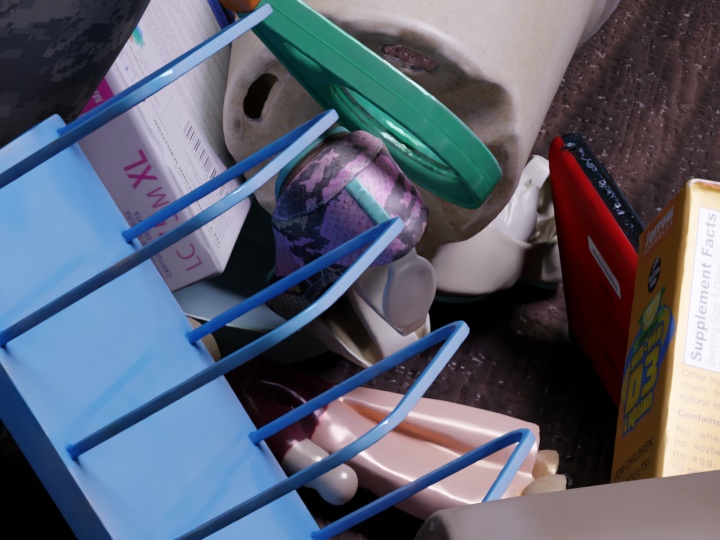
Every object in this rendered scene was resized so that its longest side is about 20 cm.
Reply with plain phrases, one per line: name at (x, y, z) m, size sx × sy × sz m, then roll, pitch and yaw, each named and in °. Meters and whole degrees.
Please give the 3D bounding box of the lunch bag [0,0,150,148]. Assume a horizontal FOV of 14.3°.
lunch bag at (-0.196, -0.130, 1.086) m, size 0.168 × 0.140 × 0.200 m, roll 49°, pitch 29°, yaw 23°

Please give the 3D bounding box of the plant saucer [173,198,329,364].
plant saucer at (-0.080, -0.008, 1.301) m, size 0.199 × 0.036 × 0.200 m, roll 17°, pitch 22°, yaw -7°

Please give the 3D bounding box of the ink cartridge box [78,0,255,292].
ink cartridge box at (-0.086, -0.079, 1.272) m, size 0.042 × 0.120 × 0.200 m, roll -21°, pitch 17°, yaw 17°

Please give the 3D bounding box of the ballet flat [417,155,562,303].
ballet flat at (0.065, -0.027, 1.380) m, size 0.069 × 0.070 × 0.200 m, roll 28°, pitch 12°, yaw 17°

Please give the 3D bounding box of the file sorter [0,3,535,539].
file sorter at (-0.045, 0.023, 1.026) m, size 0.200 × 0.122 × 0.139 m, roll 58°, pitch 23°, yaw -6°

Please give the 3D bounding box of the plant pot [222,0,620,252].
plant pot at (0.020, -0.113, 1.297) m, size 0.200 × 0.201 × 0.184 m, roll 19°, pitch 41°, yaw -4°

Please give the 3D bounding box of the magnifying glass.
magnifying glass at (-0.024, -0.091, 1.084) m, size 0.200 × 0.022 × 0.080 m, roll 39°, pitch -9°, yaw -20°

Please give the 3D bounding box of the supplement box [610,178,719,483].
supplement box at (0.137, 0.068, 1.132) m, size 0.069 × 0.067 × 0.201 m, roll 16°, pitch 62°, yaw -10°

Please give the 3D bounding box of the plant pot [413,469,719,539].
plant pot at (0.100, 0.146, 0.920) m, size 0.173 × 0.201 × 0.200 m, roll 7°, pitch 25°, yaw -10°

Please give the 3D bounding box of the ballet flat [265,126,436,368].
ballet flat at (0.000, 0.000, 1.164) m, size 0.071 × 0.069 × 0.200 m, roll 51°, pitch -9°, yaw 10°

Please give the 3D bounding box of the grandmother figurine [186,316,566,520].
grandmother figurine at (-0.018, 0.061, 1.169) m, size 0.199 × 0.061 × 0.121 m, roll 21°, pitch 1°, yaw -5°

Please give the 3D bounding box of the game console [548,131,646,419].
game console at (0.173, 0.038, 1.316) m, size 0.118 × 0.173 × 0.200 m, roll -13°, pitch 30°, yaw -8°

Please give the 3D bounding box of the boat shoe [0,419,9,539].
boat shoe at (-0.161, 0.054, 1.057) m, size 0.074 × 0.061 × 0.200 m, roll 15°, pitch 23°, yaw -15°
